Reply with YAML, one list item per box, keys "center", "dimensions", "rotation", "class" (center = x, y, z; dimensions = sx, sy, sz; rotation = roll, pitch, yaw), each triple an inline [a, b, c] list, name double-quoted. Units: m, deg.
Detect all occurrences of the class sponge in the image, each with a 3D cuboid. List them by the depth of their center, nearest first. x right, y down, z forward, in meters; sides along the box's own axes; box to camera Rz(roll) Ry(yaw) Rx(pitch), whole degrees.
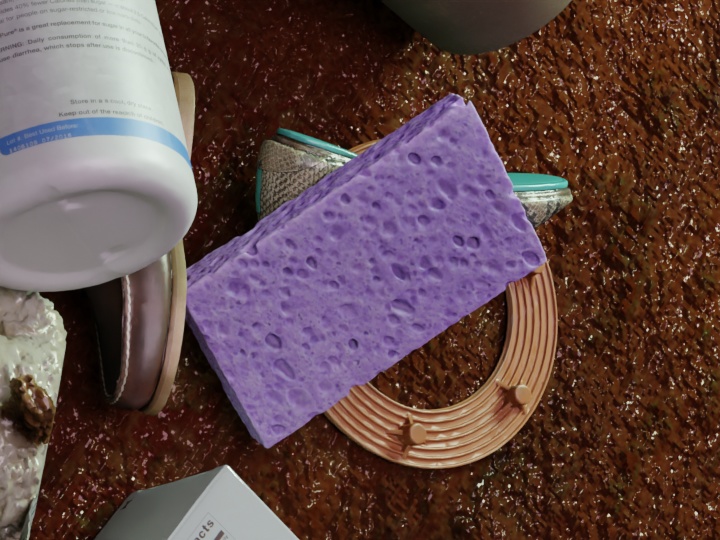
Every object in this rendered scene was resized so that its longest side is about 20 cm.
- center: [0.000, 0.000, 1.598]
  dimensions: [0.200, 0.030, 0.112]
  rotation: [-34, 114, -10]
  class: "sponge"

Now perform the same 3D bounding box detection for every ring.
- center: [0.039, 0.018, 1.687]
  dimensions: [0.200, 0.019, 0.201]
  rotation: [8, 75, -32]
  class: "ring"

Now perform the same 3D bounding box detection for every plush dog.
- center: [-0.242, 0.074, 1.430]
  dimensions: [0.171, 0.161, 0.201]
  rotation: [12, 72, -6]
  class: "plush dog"

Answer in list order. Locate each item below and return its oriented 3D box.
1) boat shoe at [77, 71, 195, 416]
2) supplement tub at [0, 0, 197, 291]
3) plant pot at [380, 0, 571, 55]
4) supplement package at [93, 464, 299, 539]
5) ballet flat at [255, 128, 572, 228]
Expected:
- center: [-0.134, -0.020, 1.555]
  dimensions: [0.070, 0.070, 0.201]
  rotation: [10, 67, -27]
  class: "boat shoe"
- center: [-0.165, -0.103, 1.482]
  dimensions: [0.131, 0.132, 0.201]
  rotation: [5, 59, -32]
  class: "supplement tub"
- center: [0.047, -0.224, 1.662]
  dimensions: [0.201, 0.200, 0.175]
  rotation: [-55, 128, -29]
  class: "plant pot"
- center: [-0.062, 0.217, 1.519]
  dimensions: [0.200, 0.114, 0.110]
  rotation: [47, 58, -14]
  class: "supplement package"
- center: [0.027, -0.032, 1.649]
  dimensions: [0.199, 0.068, 0.076]
  rotation: [8, 96, -25]
  class: "ballet flat"
